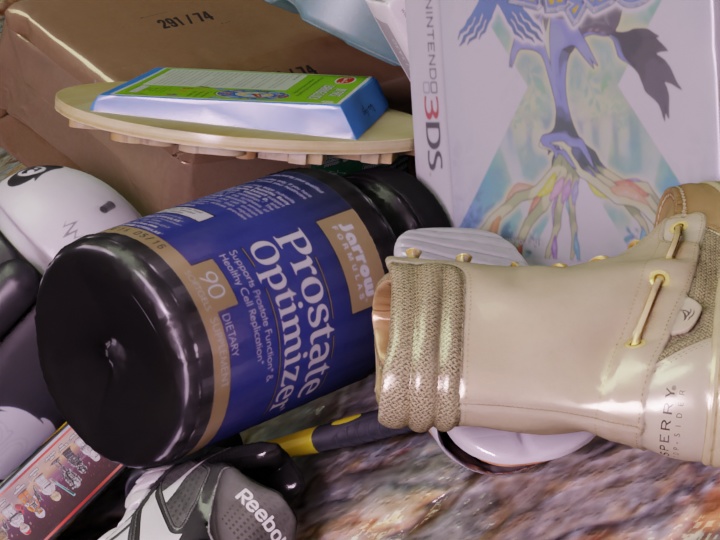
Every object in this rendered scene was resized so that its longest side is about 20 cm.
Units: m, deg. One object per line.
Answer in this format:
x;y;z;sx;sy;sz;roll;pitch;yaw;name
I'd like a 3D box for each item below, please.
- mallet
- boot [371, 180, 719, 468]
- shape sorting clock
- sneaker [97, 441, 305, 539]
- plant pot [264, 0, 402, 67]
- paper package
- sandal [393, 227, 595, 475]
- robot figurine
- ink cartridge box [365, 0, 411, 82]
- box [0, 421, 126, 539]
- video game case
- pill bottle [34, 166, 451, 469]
-0.022;0.079;1.161;0.200;0.041;0.066;-18;18;26;mallet
0.083;0.014;0.974;0.155;0.073;0.200;3;28;4;boot
-0.060;-0.078;1.245;0.200;0.039;0.200;1;11;0;shape sorting clock
-0.074;0.129;1.042;0.090;0.066;0.200;-28;14;22;sneaker
0.034;-0.220;1.338;0.196;0.200;0.200;-65;14;7;plant pot
-0.088;-0.098;1.430;0.200;0.104;0.191;-20;45;-39;paper package
0.059;0.045;1.052;0.079;0.059;0.207;-1;26;-8;sandal
-0.199;0.033;1.308;0.200;0.125;0.150;-45;37;0;robot figurine
0.124;-0.134;1.278;0.200;0.161;0.050;-34;24;-7;ink cartridge box
-0.171;0.124;1.211;0.200;0.040;0.137;-45;2;-39;box
0.097;-0.089;1.126;0.022;0.182;0.200;-11;10;-42;video game case
-0.049;0.014;1.139;0.200;0.112;0.112;-22;5;-43;pill bottle
